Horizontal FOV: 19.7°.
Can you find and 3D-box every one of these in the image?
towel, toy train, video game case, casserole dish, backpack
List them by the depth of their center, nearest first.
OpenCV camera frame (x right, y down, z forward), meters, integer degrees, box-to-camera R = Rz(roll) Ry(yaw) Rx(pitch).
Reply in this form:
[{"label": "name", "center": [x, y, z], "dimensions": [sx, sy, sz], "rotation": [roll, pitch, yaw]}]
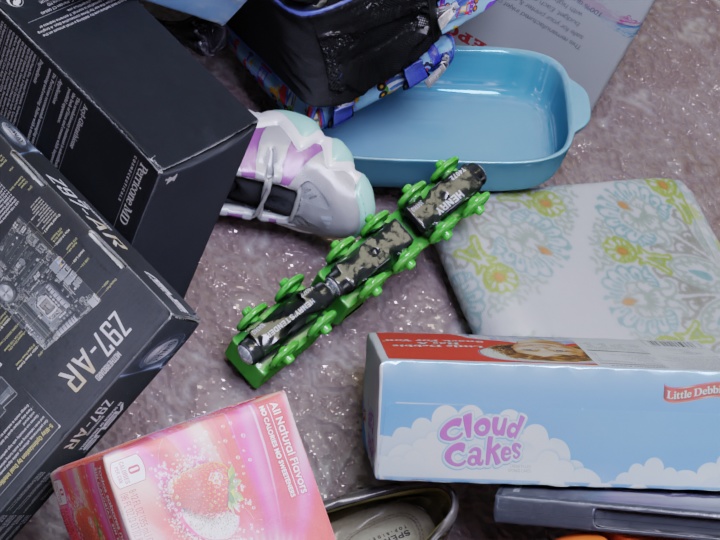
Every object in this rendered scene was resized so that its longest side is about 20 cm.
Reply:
[{"label": "video game case", "center": [0.179, 0.124, 1.142], "dimensions": [0.198, 0.019, 0.143], "rotation": [3, 7, 10]}, {"label": "toy train", "center": [0.000, 0.000, 1.226], "dimensions": [0.200, 0.056, 0.042], "rotation": [-38, 80, -27]}, {"label": "backpack", "center": [0.010, -0.203, 1.293], "dimensions": [0.199, 0.135, 0.183], "rotation": [-30, 47, -17]}, {"label": "towel", "center": [0.155, 0.021, 1.302], "dimensions": [0.199, 0.048, 0.172], "rotation": [-5, 52, -26]}, {"label": "casserole dish", "center": [0.046, -0.095, 1.326], "dimensions": [0.198, 0.039, 0.122], "rotation": [1, 42, 0]}]

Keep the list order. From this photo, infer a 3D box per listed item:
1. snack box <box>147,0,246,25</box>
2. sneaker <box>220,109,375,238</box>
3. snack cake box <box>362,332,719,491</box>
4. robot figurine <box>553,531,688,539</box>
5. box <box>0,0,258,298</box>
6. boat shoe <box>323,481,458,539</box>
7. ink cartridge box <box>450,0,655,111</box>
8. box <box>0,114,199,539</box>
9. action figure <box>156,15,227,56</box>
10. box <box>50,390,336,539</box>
[{"label": "snack box", "center": [-0.145, -0.235, 1.116], "dimensions": [0.200, 0.068, 0.168], "rotation": [51, 15, 14]}, {"label": "sneaker", "center": [-0.101, -0.048, 1.237], "dimensions": [0.199, 0.078, 0.140], "rotation": [28, 48, 14]}, {"label": "snack cake box", "center": [0.103, 0.076, 1.150], "dimensions": [0.198, 0.068, 0.115], "rotation": [2, 7, -3]}, {"label": "robot figurine", "center": [0.161, 0.194, 1.115], "dimensions": [0.198, 0.117, 0.145], "rotation": [0, 60, -24]}, {"label": "box", "center": [-0.152, -0.046, 1.121], "dimensions": [0.079, 0.201, 0.141], "rotation": [-28, 67, -40]}, {"label": "boat shoe", "center": [-0.032, 0.158, 1.096], "dimensions": [0.199, 0.065, 0.073], "rotation": [-26, 67, -35]}, {"label": "ink cartridge box", "center": [0.134, -0.216, 1.384], "dimensions": [0.145, 0.201, 0.083], "rotation": [30, 44, 3]}, {"label": "box", "center": [-0.202, 0.043, 1.045], "dimensions": [0.160, 0.200, 0.044], "rotation": [43, 7, 16]}, {"label": "action figure", "center": [-0.182, -0.168, 1.228], "dimensions": [0.198, 0.102, 0.120], "rotation": [-1, 73, 12]}, {"label": "box", "center": [-0.061, 0.171, 0.995], "dimensions": [0.102, 0.095, 0.202], "rotation": [-18, 88, -26]}]
